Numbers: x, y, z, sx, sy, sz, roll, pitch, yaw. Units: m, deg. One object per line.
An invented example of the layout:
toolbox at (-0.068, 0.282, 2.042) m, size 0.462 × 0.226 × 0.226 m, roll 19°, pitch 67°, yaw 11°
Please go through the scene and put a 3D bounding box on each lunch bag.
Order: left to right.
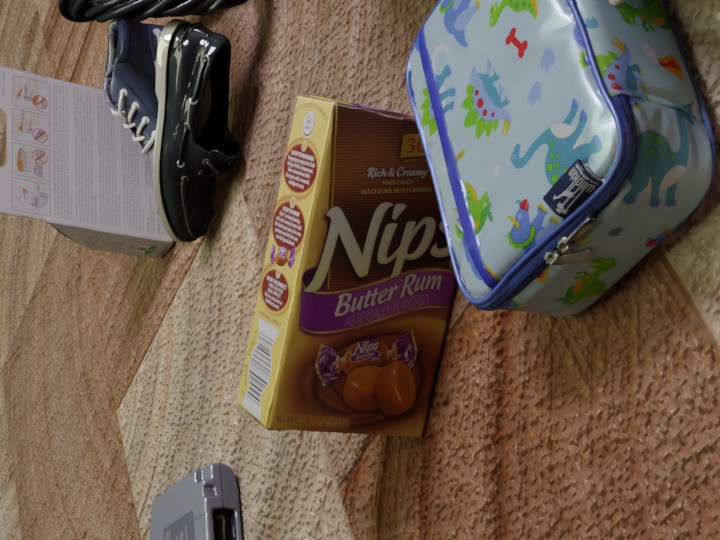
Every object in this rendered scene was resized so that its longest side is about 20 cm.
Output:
lunch bag at (0.098, -0.085, 0.664) m, size 0.161 × 0.082 × 0.202 m, roll -48°, pitch 44°, yaw 47°

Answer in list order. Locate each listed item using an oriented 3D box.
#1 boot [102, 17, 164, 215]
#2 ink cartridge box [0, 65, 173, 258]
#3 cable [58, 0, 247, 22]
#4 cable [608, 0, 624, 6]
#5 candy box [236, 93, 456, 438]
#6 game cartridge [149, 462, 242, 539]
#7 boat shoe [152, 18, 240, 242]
boot at (-0.201, -0.140, 1.162) m, size 0.073 × 0.089 × 0.203 m, roll -28°, pitch 59°, yaw 55°
ink cartridge box at (-0.281, -0.104, 1.184) m, size 0.050 × 0.198 × 0.163 m, roll -38°, pitch 52°, yaw 49°
cable at (-0.176, -0.253, 1.088) m, size 0.199 × 0.162 × 0.051 m, roll 16°, pitch 119°, yaw 51°
cable at (0.144, -0.251, 0.563) m, size 0.200 × 0.069 × 0.201 m, roll -44°, pitch 75°, yaw 30°
candy box at (0.000, 0.000, 0.771) m, size 0.056 × 0.115 × 0.203 m, roll 22°, pitch 103°, yaw 58°
game cartridge at (-0.137, 0.276, 1.019) m, size 0.133 × 0.040 × 0.202 m, roll -35°, pitch 55°, yaw 47°
boat shoe at (-0.137, -0.116, 1.072) m, size 0.065 × 0.074 × 0.202 m, roll 11°, pitch 109°, yaw 19°
